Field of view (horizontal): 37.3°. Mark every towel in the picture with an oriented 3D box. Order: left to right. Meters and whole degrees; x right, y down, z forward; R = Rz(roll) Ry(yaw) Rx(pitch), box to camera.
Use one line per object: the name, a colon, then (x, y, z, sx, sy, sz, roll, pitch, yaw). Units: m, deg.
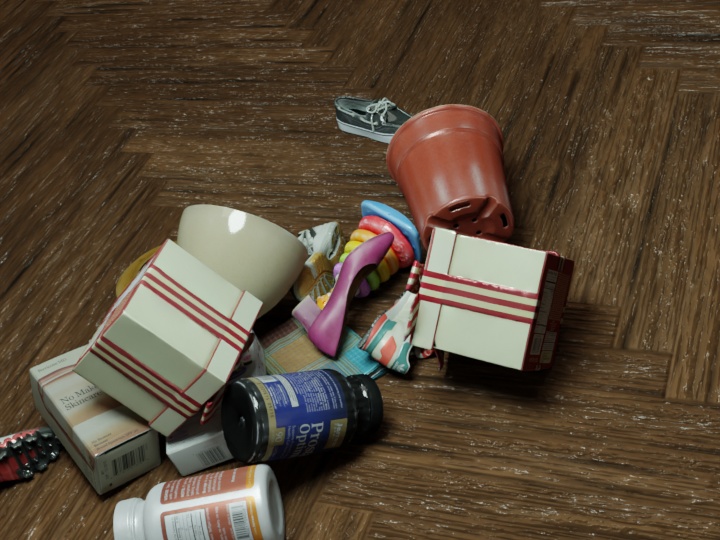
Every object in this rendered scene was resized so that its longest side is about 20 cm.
towel: (-0.069, 0.129, 1.604, 0.146, 0.022, 0.200, -31, 42, -20)

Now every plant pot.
plant pot: (-0.194, 0.005, 1.600, 0.200, 0.200, 0.135, 9, 70, 26)
plant pot: (0.154, -0.129, 1.718, 0.200, 0.201, 0.196, -13, 47, 3)

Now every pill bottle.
pill bottle: (-0.203, 0.317, 1.351, 0.199, 0.112, 0.112, -11, 39, 5)
pill bottle: (-0.074, 0.189, 1.416, 0.200, 0.112, 0.112, -4, 30, -33)

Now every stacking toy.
stacking toy: (0.000, 0.000, 1.683, 0.116, 0.110, 0.200, 30, 66, 23)

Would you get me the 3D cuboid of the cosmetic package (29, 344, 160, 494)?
cosmetic package: (-0.379, 0.208, 1.520, 0.103, 0.087, 0.200, -26, 48, -31)

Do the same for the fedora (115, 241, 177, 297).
fedora: (-0.300, 0.031, 1.746, 0.200, 0.082, 0.201, -10, 36, 7)

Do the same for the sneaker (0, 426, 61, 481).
sneaker: (-0.534, 0.273, 1.541, 0.200, 0.071, 0.098, -26, 30, -23)

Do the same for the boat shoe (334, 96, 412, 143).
boat shoe: (0.036, -0.297, 2.038, 0.199, 0.068, 0.074, 20, 51, 35)

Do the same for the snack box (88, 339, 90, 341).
snack box: (-0.354, 0.114, 1.664, 0.072, 0.024, 0.200, -37, 26, -26)

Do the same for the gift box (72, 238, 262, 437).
gift box: (-0.255, 0.100, 1.457, 0.200, 0.187, 0.185, -42, 17, 43)

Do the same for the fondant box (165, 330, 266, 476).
fondant box: (-0.207, 0.184, 1.541, 0.144, 0.058, 0.200, -21, 40, 5)

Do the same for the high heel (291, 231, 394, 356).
high heel: (-0.003, 0.035, 1.599, 0.200, 0.067, 0.096, -45, 70, 2)

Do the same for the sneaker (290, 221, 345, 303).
sneaker: (-0.088, -0.006, 1.736, 0.087, 0.076, 0.200, -7, 28, 20)

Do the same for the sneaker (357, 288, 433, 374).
sneaker: (0.079, 0.085, 1.587, 0.093, 0.070, 0.200, 40, 41, 8)

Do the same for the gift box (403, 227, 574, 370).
gift box: (0.167, 0.052, 1.461, 0.186, 0.184, 0.200, 14, 88, 25)
